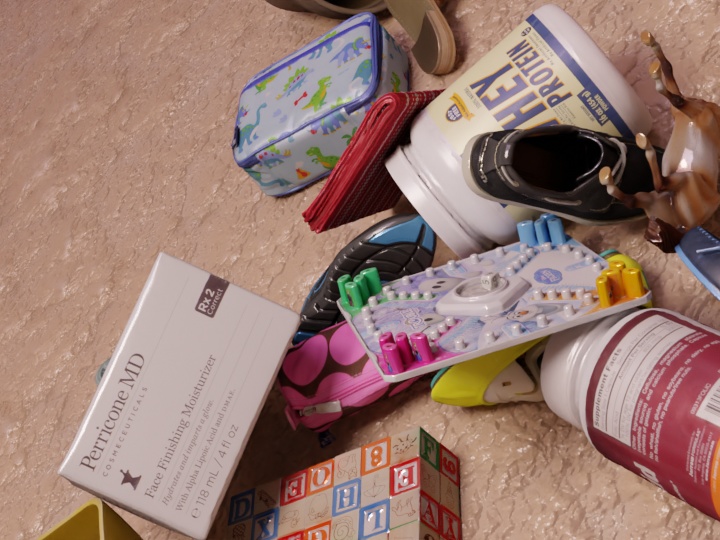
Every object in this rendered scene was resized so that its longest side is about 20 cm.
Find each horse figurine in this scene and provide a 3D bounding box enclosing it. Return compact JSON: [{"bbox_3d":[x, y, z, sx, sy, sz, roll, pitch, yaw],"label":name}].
[{"bbox_3d":[0.248,-0.090,1.035,0.050,0.132,0.201,-9,54,46],"label":"horse figurine"}]

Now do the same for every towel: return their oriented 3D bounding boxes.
[{"bbox_3d":[0.026,-0.106,1.217,0.022,0.200,0.145,39,111,12],"label":"towel"}]

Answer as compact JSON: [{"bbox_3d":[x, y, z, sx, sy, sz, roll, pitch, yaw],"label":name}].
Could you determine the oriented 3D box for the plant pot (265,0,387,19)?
[{"bbox_3d":[-0.052,-0.381,1.559,0.173,0.200,0.201,-4,53,62],"label":"plant pot"}]

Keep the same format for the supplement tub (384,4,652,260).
[{"bbox_3d":[0.134,-0.114,1.154,0.200,0.145,0.145,-41,38,10],"label":"supplement tub"}]

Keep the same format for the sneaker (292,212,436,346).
[{"bbox_3d":[0.000,0.000,1.211,0.200,0.073,0.082,-44,22,40],"label":"sneaker"}]

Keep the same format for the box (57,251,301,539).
[{"bbox_3d":[-0.156,0.114,1.143,0.200,0.130,0.200,133,160,-76],"label":"box"}]

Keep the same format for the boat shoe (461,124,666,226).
[{"bbox_3d":[0.180,-0.077,1.047,0.068,0.199,0.072,-20,69,62],"label":"boat shoe"}]

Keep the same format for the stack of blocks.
[{"bbox_3d":[-0.018,0.217,1.082,0.199,0.059,0.116,-24,43,28],"label":"stack of blocks"}]

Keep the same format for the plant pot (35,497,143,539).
[{"bbox_3d":[-0.213,0.343,1.067,0.200,0.176,0.201,-36,38,15],"label":"plant pot"}]

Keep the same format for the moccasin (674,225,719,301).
[{"bbox_3d":[0.306,0.021,0.929,0.068,0.080,0.200,-56,49,12],"label":"moccasin"}]

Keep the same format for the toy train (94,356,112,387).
[{"bbox_3d":[-0.185,0.112,1.328,0.114,0.085,0.200,-45,36,-12],"label":"toy train"}]

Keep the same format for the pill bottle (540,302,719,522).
[{"bbox_3d":[0.222,0.094,0.909,0.114,0.114,0.200,-53,37,-7],"label":"pill bottle"}]

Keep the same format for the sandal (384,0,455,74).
[{"bbox_3d":[0.078,-0.294,1.447,0.078,0.069,0.213,116,143,-48],"label":"sandal"}]

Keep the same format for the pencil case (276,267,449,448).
[{"bbox_3d":[0.023,0.072,1.149,0.199,0.091,0.094,-31,5,25],"label":"pencil case"}]

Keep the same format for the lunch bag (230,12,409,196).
[{"bbox_3d":[-0.045,-0.181,1.447,0.199,0.082,0.161,-24,40,27],"label":"lunch bag"}]

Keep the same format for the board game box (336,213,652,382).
[{"bbox_3d":[0.091,0.013,1.010,0.199,0.026,0.200,-17,18,-7],"label":"board game box"}]

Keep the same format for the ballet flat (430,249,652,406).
[{"bbox_3d":[0.145,0.063,1.060,0.200,0.067,0.067,-37,59,12],"label":"ballet flat"}]
